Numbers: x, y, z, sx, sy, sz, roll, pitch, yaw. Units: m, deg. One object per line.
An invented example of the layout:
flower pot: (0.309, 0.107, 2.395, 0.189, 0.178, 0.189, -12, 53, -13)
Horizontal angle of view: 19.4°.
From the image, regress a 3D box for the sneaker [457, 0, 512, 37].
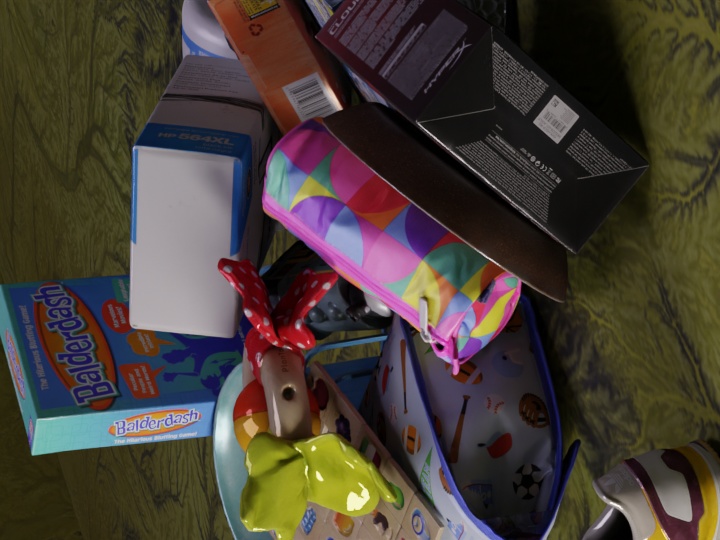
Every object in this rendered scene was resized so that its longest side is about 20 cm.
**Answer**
sneaker: (0.042, -0.223, 1.464, 0.146, 0.076, 0.204, -149, 42, -79)

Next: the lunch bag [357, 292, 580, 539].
lunch bag: (0.080, 0.142, 1.484, 0.170, 0.123, 0.201, 105, 157, -54)

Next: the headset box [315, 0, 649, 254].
headset box: (0.069, -0.110, 1.313, 0.148, 0.075, 0.200, 37, -175, -31)

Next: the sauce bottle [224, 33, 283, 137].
sauce bottle: (-0.055, -0.125, 1.728, 0.201, 0.066, 0.066, 61, 175, -35)

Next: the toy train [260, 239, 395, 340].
toy train: (0.000, 0.000, 1.564, 0.085, 0.114, 0.200, 51, 158, -17)

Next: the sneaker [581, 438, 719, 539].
sneaker: (0.171, 0.195, 1.278, 0.075, 0.090, 0.201, -129, 33, -56)

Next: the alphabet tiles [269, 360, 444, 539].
alphabet tiles: (-0.014, 0.192, 1.515, 0.167, 0.008, 0.201, 51, 138, 33)

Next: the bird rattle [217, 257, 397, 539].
bird rattle: (-0.062, 0.093, 1.466, 0.163, 0.112, 0.201, 124, 129, -67)

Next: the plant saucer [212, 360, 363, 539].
plant saucer: (-0.044, 0.159, 1.584, 0.200, 0.036, 0.201, 22, 118, 51)

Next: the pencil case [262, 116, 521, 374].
pencil case: (0.019, -0.020, 1.432, 0.200, 0.088, 0.089, 39, 145, 22)

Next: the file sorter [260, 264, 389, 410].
file sorter: (-0.004, 0.084, 1.694, 0.200, 0.138, 0.123, -129, 36, -56)

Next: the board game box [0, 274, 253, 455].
board game box: (-0.180, 0.069, 1.686, 0.045, 0.199, 0.153, 105, 151, -41)

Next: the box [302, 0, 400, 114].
box: (0.015, -0.146, 1.508, 0.200, 0.038, 0.137, 58, 177, -35)

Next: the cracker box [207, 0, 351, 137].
cracker box: (-0.056, -0.209, 1.612, 0.134, 0.057, 0.200, 60, -162, -30)

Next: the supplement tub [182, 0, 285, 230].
supplement tub: (-0.090, -0.149, 1.824, 0.132, 0.131, 0.201, -122, 27, -48)

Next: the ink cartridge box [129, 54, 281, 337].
ink cartridge box: (-0.113, -0.060, 1.582, 0.200, 0.084, 0.147, -73, -13, -63)

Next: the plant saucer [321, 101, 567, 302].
plant saucer: (0.063, -0.052, 1.383, 0.035, 0.200, 0.200, -53, 31, 6)
